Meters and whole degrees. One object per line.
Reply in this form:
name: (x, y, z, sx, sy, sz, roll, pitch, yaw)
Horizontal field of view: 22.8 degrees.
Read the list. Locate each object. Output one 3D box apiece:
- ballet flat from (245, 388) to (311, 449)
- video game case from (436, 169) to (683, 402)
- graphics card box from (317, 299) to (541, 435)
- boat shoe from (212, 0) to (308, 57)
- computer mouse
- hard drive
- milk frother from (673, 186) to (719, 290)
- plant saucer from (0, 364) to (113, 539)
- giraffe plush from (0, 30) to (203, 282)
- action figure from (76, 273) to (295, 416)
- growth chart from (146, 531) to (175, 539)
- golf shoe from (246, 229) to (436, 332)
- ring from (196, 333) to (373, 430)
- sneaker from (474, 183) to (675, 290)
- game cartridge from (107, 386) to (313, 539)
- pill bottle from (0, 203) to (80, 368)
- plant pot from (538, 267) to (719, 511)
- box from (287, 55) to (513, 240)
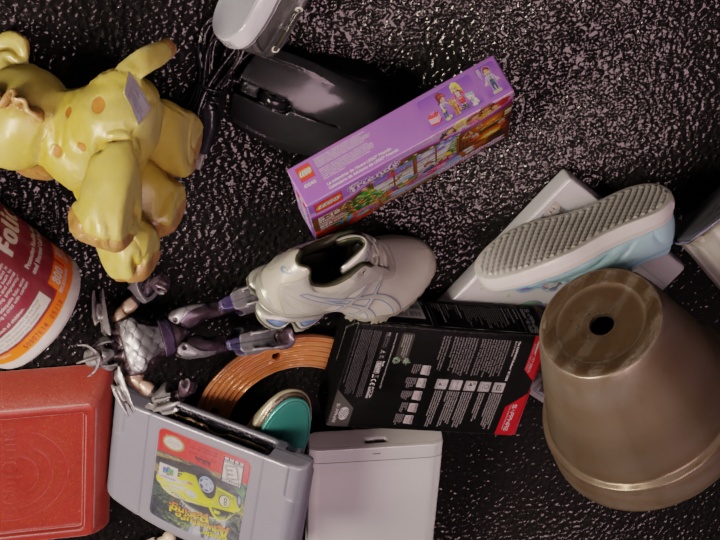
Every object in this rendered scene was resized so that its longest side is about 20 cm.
ballet flat: (-0.094, 0.185, 1.703, 0.069, 0.070, 0.202, 2, 119, -20)
video game case: (0.189, 0.021, 1.732, 0.181, 0.024, 0.200, 33, 109, -33)
graphics card box: (0.068, 0.092, 1.697, 0.198, 0.051, 0.126, 3, 125, -20)
boat shoe: (-0.041, -0.257, 1.433, 0.066, 0.070, 0.201, 21, 107, -42)
computer mouse: (-0.053, -0.136, 1.525, 0.198, 0.053, 0.140, 7, 120, -23)
hard drive: (0.011, 0.233, 1.786, 0.130, 0.027, 0.201, -3, 135, -6)
milk frother: (0.386, 0.009, 1.727, 0.188, 0.181, 0.200, 48, 132, -5)
plant saucer: (-0.328, 0.184, 1.664, 0.198, 0.037, 0.201, -3, 124, -15)
giraffe plush: (-0.235, -0.103, 1.430, 0.160, 0.174, 0.201, 11, 142, 15)
action figure: (-0.160, 0.055, 1.599, 0.198, 0.069, 0.132, -14, 96, -21)
growth chart: (-0.230, 0.355, 1.826, 0.143, 0.018, 0.202, -15, 127, -9)
golf shoe: (0.000, 0.000, 1.581, 0.199, 0.079, 0.097, -15, 162, -36)
ring: (-0.067, 0.142, 1.733, 0.198, 0.019, 0.202, -9, 127, -12)
sneaker: (0.205, -0.008, 1.659, 0.198, 0.074, 0.083, -19, 123, -4)
game cartridge: (-0.144, 0.196, 1.666, 0.198, 0.041, 0.134, 19, 127, 14)
pill bottle: (-0.337, -0.015, 1.474, 0.114, 0.115, 0.200, -41, 127, 12)
plant pot: (0.246, 0.093, 1.644, 0.199, 0.201, 0.174, -30, 138, 3)
box: (0.036, -0.101, 1.529, 0.199, 0.039, 0.137, -29, 168, -3)
